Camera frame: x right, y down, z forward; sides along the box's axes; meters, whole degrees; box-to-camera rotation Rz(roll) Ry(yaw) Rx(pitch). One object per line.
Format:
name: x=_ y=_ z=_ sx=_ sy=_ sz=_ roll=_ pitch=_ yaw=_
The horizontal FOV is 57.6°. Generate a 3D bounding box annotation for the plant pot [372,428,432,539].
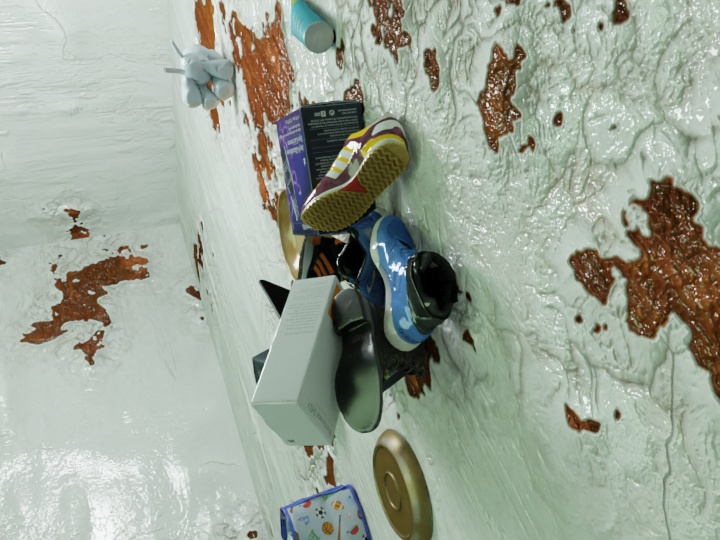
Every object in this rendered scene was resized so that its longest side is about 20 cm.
plant pot: x=0.064 y=0.374 z=1.120 sx=0.200 sy=0.027 sz=0.202 roll=169 pitch=90 yaw=-69

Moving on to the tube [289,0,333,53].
tube: x=-0.097 y=-0.425 z=1.129 sx=0.200 sy=0.050 sz=0.078 roll=-121 pitch=35 yaw=-53

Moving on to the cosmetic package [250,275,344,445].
cosmetic package: x=-0.064 y=0.116 z=0.862 sx=0.102 sy=0.071 sz=0.201 roll=60 pitch=-147 yaw=-40

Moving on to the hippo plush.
hippo plush: x=-0.446 y=-0.541 z=1.798 sx=0.160 sy=0.198 sz=0.161 roll=-64 pitch=29 yaw=24

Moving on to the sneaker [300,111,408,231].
sneaker: x=-0.010 y=-0.136 z=0.926 sx=0.199 sy=0.075 sz=0.091 roll=-36 pitch=39 yaw=30

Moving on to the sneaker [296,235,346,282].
sneaker: x=-0.062 y=0.014 z=1.116 sx=0.070 sy=0.089 sz=0.201 roll=110 pitch=167 yaw=-49

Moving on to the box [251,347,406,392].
box: x=-0.041 y=0.141 z=0.994 sx=0.199 sy=0.157 sz=0.052 roll=7 pitch=111 yaw=38

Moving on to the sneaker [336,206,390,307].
sneaker: x=0.000 y=0.000 z=0.998 sx=0.079 sy=0.089 sz=0.201 roll=43 pitch=144 yaw=39

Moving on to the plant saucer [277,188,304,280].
plant saucer: x=-0.131 y=-0.076 z=1.393 sx=0.200 sy=0.035 sz=0.202 roll=169 pitch=90 yaw=-69

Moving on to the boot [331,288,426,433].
boot: x=0.040 y=0.121 z=0.881 sx=0.069 sy=0.174 sz=0.202 roll=-19 pitch=64 yaw=31

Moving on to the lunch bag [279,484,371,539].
lunch bag: x=-0.070 y=0.568 z=1.367 sx=0.124 sy=0.169 sz=0.202 roll=-31 pitch=72 yaw=63

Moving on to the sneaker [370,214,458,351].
sneaker: x=0.073 y=-0.008 z=0.851 sx=0.111 sy=0.076 sz=0.202 roll=-43 pitch=40 yaw=44

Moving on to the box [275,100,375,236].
box: x=-0.057 y=-0.160 z=1.065 sx=0.148 sy=0.103 sz=0.202 roll=-174 pitch=74 yaw=-68

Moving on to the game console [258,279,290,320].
game console: x=-0.133 y=0.128 z=1.388 sx=0.200 sy=0.115 sz=0.178 roll=-130 pitch=35 yaw=-53
